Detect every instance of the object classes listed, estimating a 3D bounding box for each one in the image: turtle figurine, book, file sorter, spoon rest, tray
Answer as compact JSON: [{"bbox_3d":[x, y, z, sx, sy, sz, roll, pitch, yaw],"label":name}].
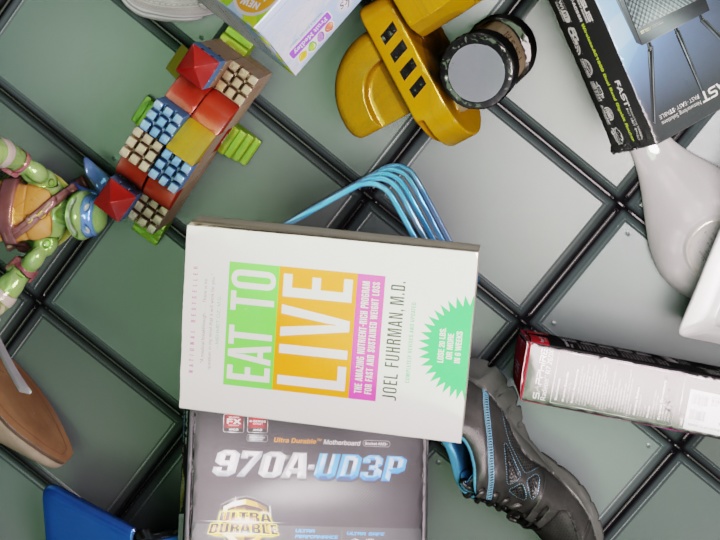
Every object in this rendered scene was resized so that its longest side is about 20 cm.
[{"bbox_3d":[-0.312,-0.036,1.160,0.192,0.201,0.145,7,142,24],"label":"turtle figurine"},{"bbox_3d":[-0.022,0.040,1.013,0.198,0.048,0.135,5,100,6],"label":"book"},{"bbox_3d":[0.000,0.000,1.124,0.138,0.200,0.123,-28,93,10],"label":"file sorter"},{"bbox_3d":[0.255,-0.062,1.166,0.099,0.061,0.201,-33,109,11],"label":"spoon rest"},{"bbox_3d":[0.324,-0.031,1.145,0.107,0.022,0.202,12,104,-34],"label":"tray"}]

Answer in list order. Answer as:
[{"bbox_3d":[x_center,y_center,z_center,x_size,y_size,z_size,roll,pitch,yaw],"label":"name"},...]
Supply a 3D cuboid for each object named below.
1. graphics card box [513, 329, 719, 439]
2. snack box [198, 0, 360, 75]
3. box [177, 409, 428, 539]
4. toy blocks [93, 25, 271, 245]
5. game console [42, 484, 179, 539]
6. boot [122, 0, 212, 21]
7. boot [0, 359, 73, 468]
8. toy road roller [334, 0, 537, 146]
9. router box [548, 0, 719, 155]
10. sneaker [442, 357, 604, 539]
[{"bbox_3d":[0.220,0.090,1.154,0.198,0.125,0.051,10,92,3],"label":"graphics card box"},{"bbox_3d":[-0.062,-0.258,1.041,0.169,0.068,0.200,-48,52,-1],"label":"snack box"},{"bbox_3d":[-0.045,0.162,1.177,0.198,0.046,0.161,5,79,-16],"label":"box"},{"bbox_3d":[-0.141,-0.103,1.148,0.100,0.137,0.201,36,102,-2],"label":"toy blocks"},{"bbox_3d":[-0.169,0.271,1.254,0.169,0.118,0.202,-11,123,-22],"label":"game console"},{"bbox_3d":[-0.100,-0.238,1.137,0.198,0.096,0.074,-9,94,6],"label":"boot"},{"bbox_3d":[-0.359,0.124,1.254,0.146,0.070,0.200,-39,94,17],"label":"boot"},{"bbox_3d":[0.034,-0.189,1.126,0.145,0.123,0.201,-26,98,21],"label":"toy road roller"},{"bbox_3d":[0.246,-0.197,1.088,0.199,0.062,0.151,-29,99,-20],"label":"router box"},{"bbox_3d":[0.119,0.172,1.193,0.082,0.073,0.201,-38,93,-29],"label":"sneaker"}]
